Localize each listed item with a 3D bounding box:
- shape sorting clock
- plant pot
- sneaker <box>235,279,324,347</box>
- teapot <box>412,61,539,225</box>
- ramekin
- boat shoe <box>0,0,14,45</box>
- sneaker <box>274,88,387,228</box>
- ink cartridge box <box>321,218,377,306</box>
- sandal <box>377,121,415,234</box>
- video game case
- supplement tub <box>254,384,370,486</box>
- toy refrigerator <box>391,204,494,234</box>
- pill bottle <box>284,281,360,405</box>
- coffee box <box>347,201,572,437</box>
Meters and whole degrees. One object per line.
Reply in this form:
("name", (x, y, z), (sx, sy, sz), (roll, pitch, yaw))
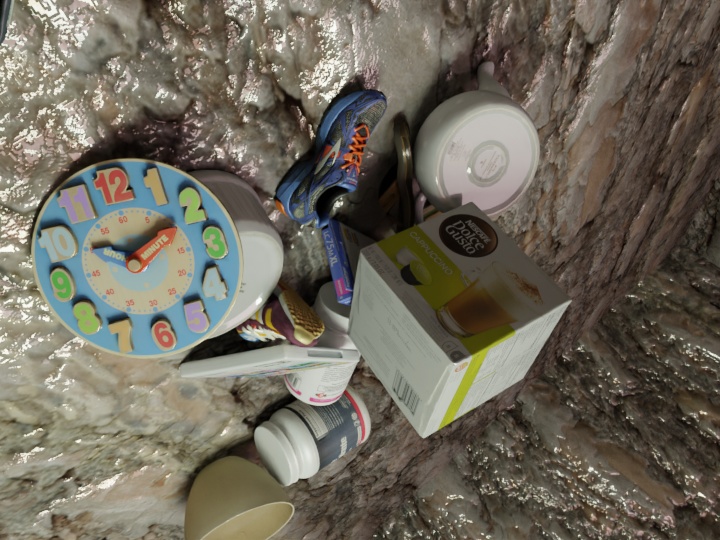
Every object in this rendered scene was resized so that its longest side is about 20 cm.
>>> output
("shape sorting clock", (-0.215, -0.008, 0.571), (0.200, 0.200, 0.039), (-49, -170, 5))
("plant pot", (-0.240, 0.429, 1.094), (0.200, 0.135, 0.201), (-22, 144, -17))
("sneaker", (-0.115, 0.068, 0.770), (0.075, 0.200, 0.090), (40, 91, -28))
("teapot", (0.155, -0.174, 0.877), (0.199, 0.146, 0.198), (-27, 121, -6))
("ramekin", (-0.180, -0.008, 0.685), (0.202, 0.094, 0.203), (-33, 148, -24))
("boat shoe", (-0.242, -0.235, 0.352), (0.075, 0.062, 0.200), (-11, 135, -43))
("sneaker", (-0.024, -0.137, 0.747), (0.200, 0.078, 0.075), (-55, 151, 16))
("ink cartridge box", (0.000, 0.000, 0.910), (0.042, 0.120, 0.200), (-22, 159, 20))
("sandal", (0.051, -0.123, 0.875), (0.054, 0.082, 0.201), (-4, 131, 2))
("video game case", (-0.132, 0.138, 0.877), (0.199, 0.024, 0.182), (-14, 164, 30))
("supplement tub", (-0.092, 0.317, 1.159), (0.200, 0.140, 0.141), (-23, 143, -36))
("toy refrigerator", (0.160, -0.092, 1.024), (0.200, 0.076, 0.070), (-29, -177, -28))
("pill bottle", (-0.052, 0.124, 0.999), (0.113, 0.113, 0.200), (-15, 139, -43))
("coffee box", (0.121, 0.065, 0.804), (0.197, 0.200, 0.200), (-24, 147, -24))
